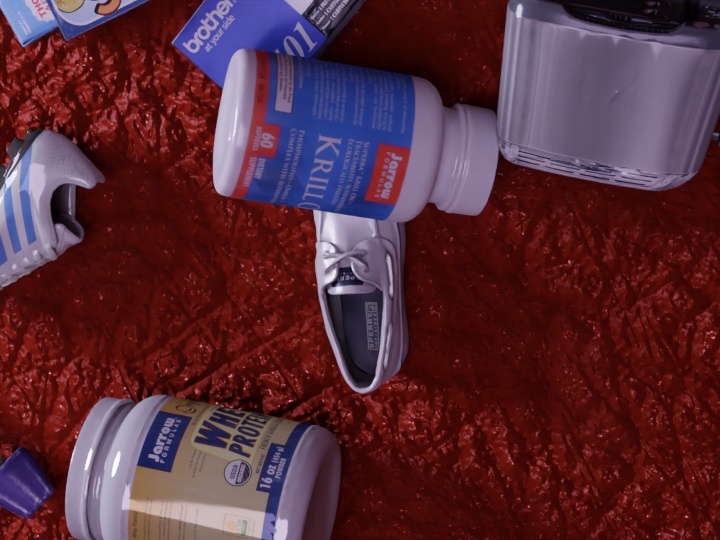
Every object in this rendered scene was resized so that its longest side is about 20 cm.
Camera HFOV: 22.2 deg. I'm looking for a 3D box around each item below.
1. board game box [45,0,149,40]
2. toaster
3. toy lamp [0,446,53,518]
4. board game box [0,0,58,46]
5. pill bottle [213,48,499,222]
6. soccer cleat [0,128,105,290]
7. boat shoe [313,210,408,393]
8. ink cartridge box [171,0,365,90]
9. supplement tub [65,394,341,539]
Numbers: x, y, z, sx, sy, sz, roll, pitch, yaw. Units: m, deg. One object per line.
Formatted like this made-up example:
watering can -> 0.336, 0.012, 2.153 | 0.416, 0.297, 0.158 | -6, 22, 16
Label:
board game box -> -0.164, -0.272, 1.366 | 0.200, 0.034, 0.135 | -23, 101, 23
toaster -> 0.175, -0.139, 1.321 | 0.200, 0.114, 0.129 | 11, 115, 9
toy lamp -> -0.353, 0.139, 1.609 | 0.200, 0.058, 0.058 | 44, 115, -2
board game box -> -0.216, -0.284, 1.417 | 0.200, 0.037, 0.151 | -24, 102, 22
pill bottle -> -0.003, -0.096, 1.366 | 0.200, 0.112, 0.112 | 8, 114, -11
soccer cleat -> -0.282, -0.023, 1.518 | 0.086, 0.070, 0.200 | 34, 115, 1
boat shoe -> 0.000, 0.000, 1.449 | 0.074, 0.065, 0.200 | -7, 108, 19
ink cartridge box -> -0.046, -0.218, 1.391 | 0.094, 0.044, 0.200 | 42, 116, -1
supplement tub -> -0.128, 0.182, 1.512 | 0.200, 0.144, 0.144 | 10, 113, 11
